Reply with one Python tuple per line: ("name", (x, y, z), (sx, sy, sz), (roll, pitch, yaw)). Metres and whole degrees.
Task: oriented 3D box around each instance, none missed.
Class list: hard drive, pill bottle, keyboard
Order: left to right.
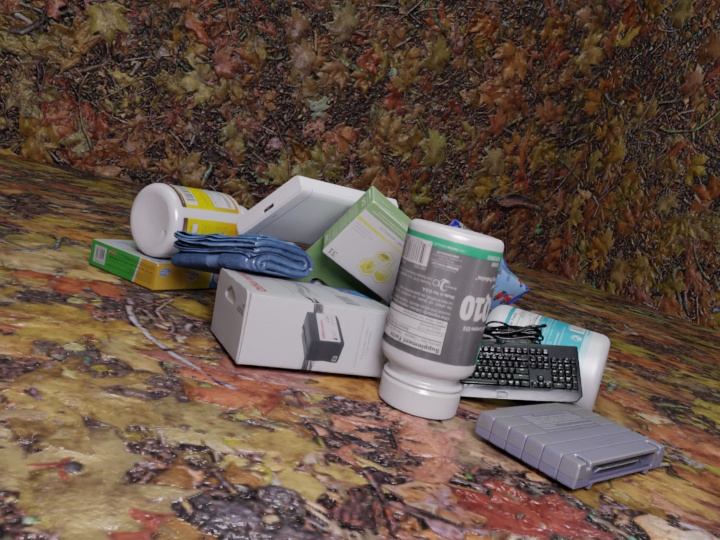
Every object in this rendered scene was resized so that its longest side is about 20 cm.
("pill bottle", (-0.263, -0.075, 1.088), (0.107, 0.112, 0.198), (17, 8, 29))
("hard drive", (-0.055, -0.074, 0.933), (0.130, 0.027, 0.197), (-29, -21, 35))
("pill bottle", (0.086, 0.053, 0.763), (0.110, 0.206, 0.113), (13, 7, -2))
("keyboard", (0.174, 0.104, 0.837), (0.194, 0.106, 0.040), (3, -36, 2))
("pill bottle", (0.232, 0.116, 0.929), (0.196, 0.114, 0.110), (17, 8, 23))

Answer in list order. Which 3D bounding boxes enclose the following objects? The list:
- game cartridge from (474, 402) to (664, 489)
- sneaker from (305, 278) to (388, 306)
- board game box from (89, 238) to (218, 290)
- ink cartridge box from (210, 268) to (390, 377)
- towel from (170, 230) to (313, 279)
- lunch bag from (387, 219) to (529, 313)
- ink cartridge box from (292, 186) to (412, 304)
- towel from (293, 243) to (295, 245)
("game cartridge", (0.227, 0.184, 0.729), (0.197, 0.040, 0.128), (7, 6, -43))
("sneaker", (-0.004, -0.001, 1.023), (0.195, 0.117, 0.081), (22, 19, -14))
("board game box", (-0.314, -0.010, 1.108), (0.150, 0.041, 0.199), (18, 9, 28))
("ink cartridge box", (-0.071, 0.064, 0.832), (0.195, 0.086, 0.144), (10, 6, -27))
("towel", (-0.161, -0.021, 0.906), (0.197, 0.050, 0.110), (2, -8, 42))
("lunch bag", (0.129, 0.047, 1.005), (0.149, 0.200, 0.095), (24, 26, -50))
("ink cartridge box", (0.000, 0.000, 0.931), (0.145, 0.199, 0.048), (37, 27, -24))
("towel", (-0.099, 0.010, 1.079), (0.153, 0.023, 0.200), (47, 11, -7))
